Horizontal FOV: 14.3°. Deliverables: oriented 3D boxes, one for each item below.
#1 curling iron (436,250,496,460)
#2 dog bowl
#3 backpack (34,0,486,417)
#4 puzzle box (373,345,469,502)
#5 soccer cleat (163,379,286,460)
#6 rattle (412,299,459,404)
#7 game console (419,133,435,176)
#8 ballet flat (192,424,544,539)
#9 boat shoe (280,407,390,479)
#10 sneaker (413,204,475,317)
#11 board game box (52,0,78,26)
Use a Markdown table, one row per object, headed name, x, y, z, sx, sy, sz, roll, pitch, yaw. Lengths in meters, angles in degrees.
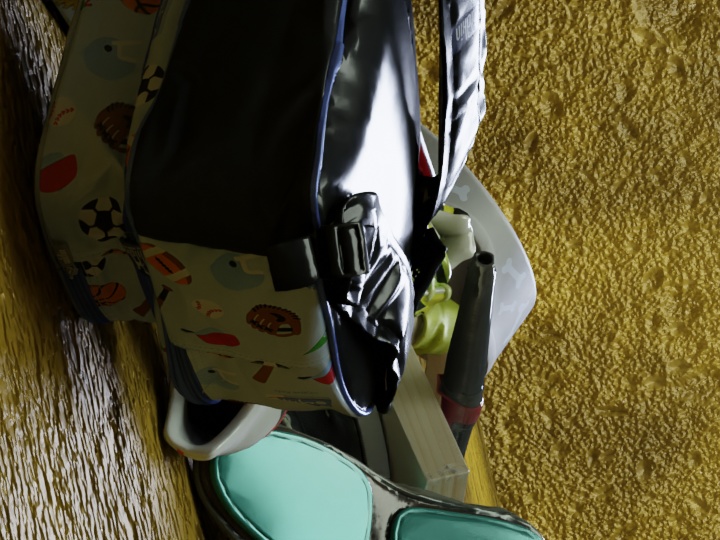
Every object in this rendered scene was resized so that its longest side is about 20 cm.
| name | x | y | z | sx | sy | sz | roll | pitch | yaw |
| --- | --- | --- | --- | --- | --- | --- | --- | --- | --- |
| curling iron | 0.045 | 0.057 | 1.462 | 0.050 | 0.025 | 0.200 | 58 | -24 | 29 |
| dog bowl | 0.031 | -0.024 | 1.807 | 0.200 | 0.059 | 0.200 | 45 | -16 | 16 |
| backpack | -0.035 | -0.037 | 1.082 | 0.191 | 0.153 | 0.201 | 70 | 31 | -52 |
| puzzle box | 0.013 | 0.120 | 1.525 | 0.201 | 0.025 | 0.133 | 98 | -26 | -48 |
| soccer cleat | -0.039 | -0.012 | 1.209 | 0.085 | 0.068 | 0.201 | -40 | 149 | -71 |
| rattle | -0.014 | 0.091 | 1.772 | 0.130 | 0.142 | 0.201 | -46 | 147 | -46 |
| game console | -0.035 | -0.127 | 1.562 | 0.200 | 0.118 | 0.173 | 69 | 10 | -61 |
| ballet flat | -0.003 | 0.123 | 1.319 | 0.064 | 0.199 | 0.068 | -22 | -126 | 54 |
| boat shoe | -0.012 | 0.155 | 1.473 | 0.076 | 0.060 | 0.201 | 155 | -77 | -67 |
| sneaker | 0.000 | 0.000 | 1.381 | 0.200 | 0.076 | 0.076 | -54 | 134 | -65 |
| board game box | -0.091 | -0.176 | 1.133 | 0.200 | 0.104 | 0.104 | 65 | 12 | -71 |
